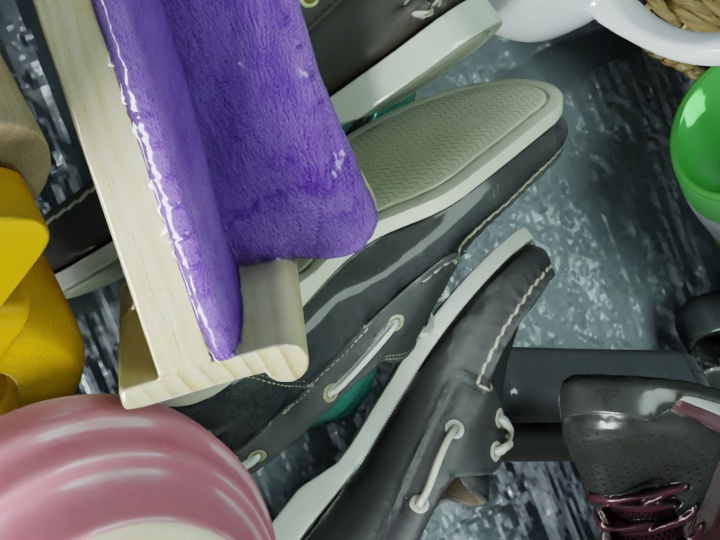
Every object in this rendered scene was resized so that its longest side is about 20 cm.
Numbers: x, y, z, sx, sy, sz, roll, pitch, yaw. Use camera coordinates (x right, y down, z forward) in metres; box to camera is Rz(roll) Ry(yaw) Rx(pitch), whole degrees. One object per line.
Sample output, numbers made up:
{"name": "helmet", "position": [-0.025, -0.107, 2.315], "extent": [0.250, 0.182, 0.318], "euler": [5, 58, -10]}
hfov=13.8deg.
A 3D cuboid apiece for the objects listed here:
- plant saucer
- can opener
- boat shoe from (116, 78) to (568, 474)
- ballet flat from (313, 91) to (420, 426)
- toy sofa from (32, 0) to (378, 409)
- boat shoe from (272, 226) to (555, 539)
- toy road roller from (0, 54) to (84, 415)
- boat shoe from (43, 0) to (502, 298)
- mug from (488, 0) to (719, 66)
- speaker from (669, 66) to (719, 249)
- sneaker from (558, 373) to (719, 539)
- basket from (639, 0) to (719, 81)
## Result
{"name": "plant saucer", "position": [-0.100, 0.142, 1.004], "extent": [0.200, 0.051, 0.202], "euler": [-21, 125, -34]}
{"name": "can opener", "position": [0.114, 0.044, 1.255], "extent": [0.199, 0.053, 0.067], "euler": [3, 49, -37]}
{"name": "boat shoe", "position": [0.000, 0.000, 1.088], "extent": [0.200, 0.072, 0.068], "euler": [-40, 126, -21]}
{"name": "ballet flat", "position": [-0.009, -0.033, 1.157], "extent": [0.070, 0.067, 0.201], "euler": [26, 70, -48]}
{"name": "toy sofa", "position": [-0.059, -0.065, 0.966], "extent": [0.097, 0.083, 0.201], "euler": [-15, 116, 3]}
{"name": "boat shoe", "position": [0.023, 0.073, 1.134], "extent": [0.060, 0.074, 0.200], "euler": [34, 67, 7]}
{"name": "toy road roller", "position": [-0.146, -0.010, 0.961], "extent": [0.146, 0.200, 0.123], "euler": [-2, 53, -44]}
{"name": "boat shoe", "position": [-0.046, -0.058, 1.072], "extent": [0.061, 0.201, 0.072], "euler": [58, 13, 2]}
{"name": "mug", "position": [0.097, -0.162, 1.081], "extent": [0.200, 0.176, 0.147], "euler": [45, 25, 21]}
{"name": "speaker", "position": [0.208, -0.018, 1.276], "extent": [0.200, 0.088, 0.089], "euler": [39, 60, -47]}
{"name": "sneaker", "position": [0.127, 0.119, 1.184], "extent": [0.200, 0.075, 0.116], "euler": [42, 54, -57]}
{"name": "basket", "position": [0.140, -0.173, 1.273], "extent": [0.200, 0.149, 0.143], "euler": [31, 104, -39]}
